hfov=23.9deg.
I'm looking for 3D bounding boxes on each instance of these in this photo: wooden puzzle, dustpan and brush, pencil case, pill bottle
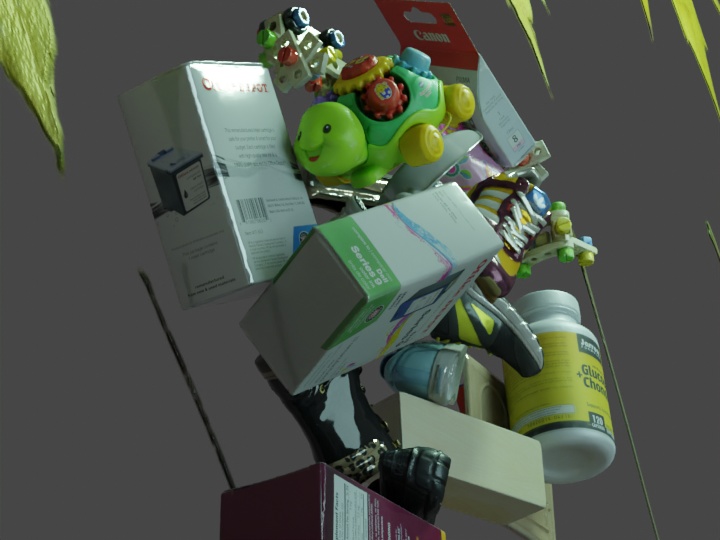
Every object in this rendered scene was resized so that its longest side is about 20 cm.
[{"bbox_3d":[0.156,0.210,1.885,0.185,0.046,0.201,38,37,-46],"label":"wooden puzzle"},{"bbox_3d":[0.056,-0.074,1.634,0.057,0.140,0.200,46,16,16],"label":"dustpan and brush"},{"bbox_3d":[0.095,-0.122,1.882,0.200,0.087,0.087,46,32,-5],"label":"pencil case"},{"bbox_3d":[0.216,0.127,1.887,0.112,0.112,0.201,39,37,-45],"label":"pill bottle"}]

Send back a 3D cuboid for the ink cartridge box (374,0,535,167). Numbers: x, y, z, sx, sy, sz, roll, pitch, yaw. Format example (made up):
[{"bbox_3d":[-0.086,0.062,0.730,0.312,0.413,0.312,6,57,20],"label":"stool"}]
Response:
[{"bbox_3d":[0.092,-0.210,1.912,0.057,0.162,0.200,-48,120,-15],"label":"ink cartridge box"}]

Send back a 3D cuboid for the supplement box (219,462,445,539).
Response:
[{"bbox_3d":[-0.020,0.247,1.470,0.200,0.110,0.086,36,44,-47],"label":"supplement box"}]

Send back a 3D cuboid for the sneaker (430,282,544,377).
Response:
[{"bbox_3d":[0.103,0.045,1.700,0.200,0.085,0.075,46,3,-21],"label":"sneaker"}]

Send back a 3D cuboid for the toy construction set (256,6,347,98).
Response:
[{"bbox_3d":[-0.047,-0.194,1.731,0.200,0.092,0.132,41,39,-60],"label":"toy construction set"}]

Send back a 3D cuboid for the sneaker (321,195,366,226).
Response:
[{"bbox_3d":[0.000,0.000,1.721,0.074,0.080,0.200,54,-1,36],"label":"sneaker"}]

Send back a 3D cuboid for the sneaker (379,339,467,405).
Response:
[{"bbox_3d":[0.064,0.098,1.761,0.200,0.081,0.074,32,72,-82],"label":"sneaker"}]

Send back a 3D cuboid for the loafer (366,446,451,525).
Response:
[{"bbox_3d":[0.038,0.217,1.575,0.201,0.070,0.068,99,6,-58],"label":"loafer"}]

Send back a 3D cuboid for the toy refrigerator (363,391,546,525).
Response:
[{"bbox_3d":[0.092,0.192,1.708,0.199,0.070,0.076,22,52,-36],"label":"toy refrigerator"}]

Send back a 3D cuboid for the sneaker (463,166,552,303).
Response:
[{"bbox_3d":[0.140,-0.045,1.641,0.075,0.090,0.200,53,17,-23],"label":"sneaker"}]

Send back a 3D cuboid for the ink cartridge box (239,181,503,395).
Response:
[{"bbox_3d":[0.012,0.012,1.514,0.200,0.145,0.088,-22,68,-48],"label":"ink cartridge box"}]

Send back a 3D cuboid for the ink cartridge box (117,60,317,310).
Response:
[{"bbox_3d":[-0.120,-0.077,1.521,0.146,0.085,0.201,-10,80,-62],"label":"ink cartridge box"}]

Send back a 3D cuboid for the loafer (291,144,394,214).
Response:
[{"bbox_3d":[-0.004,-0.069,1.744,0.199,0.072,0.063,24,54,-44],"label":"loafer"}]

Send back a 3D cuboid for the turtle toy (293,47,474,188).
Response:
[{"bbox_3d":[0.008,-0.143,1.606,0.101,0.145,0.200,61,41,-21],"label":"turtle toy"}]

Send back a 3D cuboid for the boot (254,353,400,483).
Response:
[{"bbox_3d":[-0.010,0.110,1.614,0.200,0.073,0.151,-36,104,-57],"label":"boot"}]

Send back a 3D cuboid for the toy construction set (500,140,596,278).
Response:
[{"bbox_3d":[0.193,-0.062,1.995,0.200,0.130,0.093,61,24,-47],"label":"toy construction set"}]
